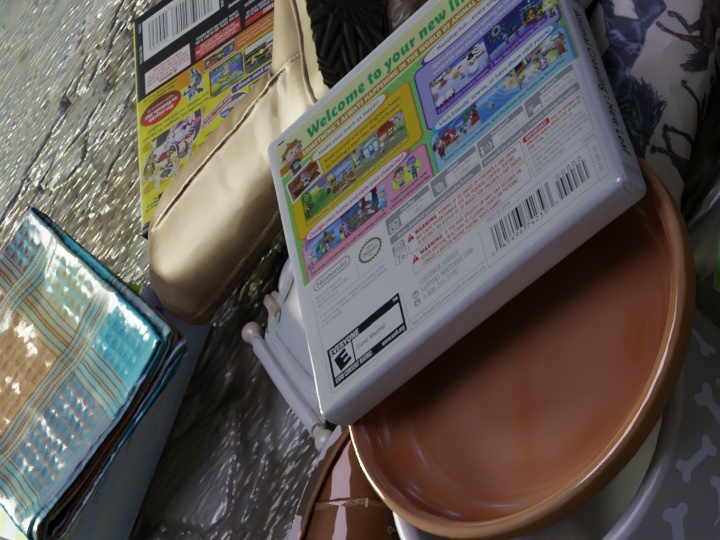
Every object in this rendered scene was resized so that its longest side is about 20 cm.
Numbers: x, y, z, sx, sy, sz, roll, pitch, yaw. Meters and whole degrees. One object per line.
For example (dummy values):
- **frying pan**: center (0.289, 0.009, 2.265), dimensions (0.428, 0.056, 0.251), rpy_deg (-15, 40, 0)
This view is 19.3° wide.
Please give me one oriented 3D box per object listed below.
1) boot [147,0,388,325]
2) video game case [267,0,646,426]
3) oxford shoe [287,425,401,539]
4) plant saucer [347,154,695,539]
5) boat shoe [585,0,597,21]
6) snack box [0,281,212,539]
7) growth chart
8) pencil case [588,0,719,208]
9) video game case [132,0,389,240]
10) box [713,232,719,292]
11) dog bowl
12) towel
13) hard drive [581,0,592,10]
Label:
- **boot**: center (-0.060, -0.093, 1.231), dimensions (0.200, 0.066, 0.176), rpy_deg (-47, 32, 41)
- **video game case**: center (0.039, -0.050, 1.031), dimensions (0.200, 0.022, 0.183), rpy_deg (-40, 44, 29)
- **oxford shoe**: center (0.000, 0.137, 1.097), dimensions (0.071, 0.071, 0.201), rpy_deg (23, 81, 19)
- **plant saucer**: center (0.077, 0.033, 0.995), dimensions (0.199, 0.037, 0.202), rpy_deg (-23, 53, 35)
- **boat shoe**: center (0.071, -0.107, 1.156), dimensions (0.200, 0.057, 0.067), rpy_deg (-42, 44, 21)
- **snack box**: center (-0.202, 0.085, 1.319), dimensions (0.199, 0.068, 0.170), rpy_deg (8, 73, 46)
- **growth chart**: center (0.000, 0.000, 1.158), dimensions (0.201, 0.018, 0.145), rpy_deg (-61, 37, 24)
- **pencil case**: center (0.152, -0.121, 1.067), dimensions (0.077, 0.089, 0.201), rpy_deg (17, 80, 20)
- **video game case**: center (-0.066, -0.134, 1.338), dimensions (0.199, 0.025, 0.182), rpy_deg (-30, 48, 30)
- **box**: center (0.256, -0.066, 0.959), dimensions (0.199, 0.036, 0.145), rpy_deg (-11, 60, 41)
- **dog bowl**: center (0.096, 0.084, 1.019), dimensions (0.199, 0.058, 0.201), rpy_deg (-24, 52, 36)
- **towel**: center (-0.190, 0.058, 1.256), dimensions (0.147, 0.022, 0.200), rpy_deg (-56, 41, 3)
- **hard drive**: center (0.119, -0.201, 1.075), dimensions (0.200, 0.026, 0.132), rpy_deg (-54, 25, 23)
